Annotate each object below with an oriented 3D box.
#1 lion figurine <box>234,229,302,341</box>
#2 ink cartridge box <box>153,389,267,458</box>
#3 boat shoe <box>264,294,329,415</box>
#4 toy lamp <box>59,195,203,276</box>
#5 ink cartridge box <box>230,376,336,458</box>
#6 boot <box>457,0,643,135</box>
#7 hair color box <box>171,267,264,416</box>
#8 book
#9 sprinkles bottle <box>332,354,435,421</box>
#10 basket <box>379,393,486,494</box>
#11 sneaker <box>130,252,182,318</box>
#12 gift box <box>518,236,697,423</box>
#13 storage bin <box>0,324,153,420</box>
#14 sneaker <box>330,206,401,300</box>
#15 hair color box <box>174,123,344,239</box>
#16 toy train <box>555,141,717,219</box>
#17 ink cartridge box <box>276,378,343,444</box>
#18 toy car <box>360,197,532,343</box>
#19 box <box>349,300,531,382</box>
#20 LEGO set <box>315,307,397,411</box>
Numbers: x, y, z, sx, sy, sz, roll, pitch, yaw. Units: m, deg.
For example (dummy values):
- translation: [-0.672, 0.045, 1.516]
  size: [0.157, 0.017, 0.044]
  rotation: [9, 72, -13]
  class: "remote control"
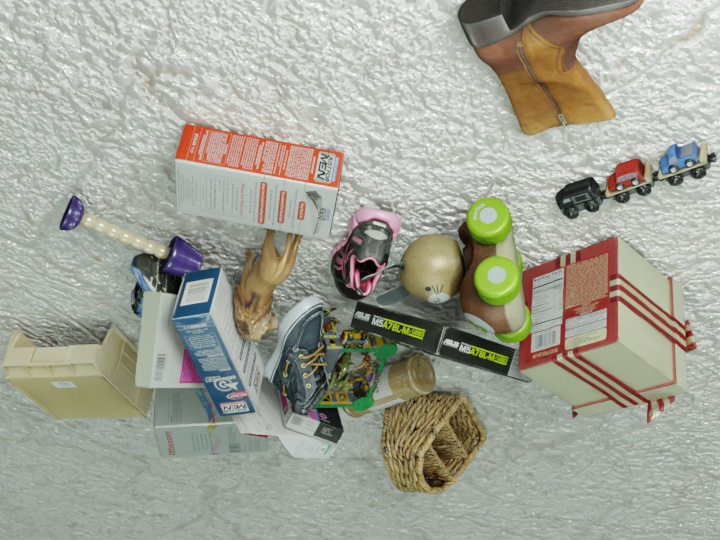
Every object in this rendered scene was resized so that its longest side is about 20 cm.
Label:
- translation: [-0.128, 0.007, 1.388]
  size: [0.072, 0.123, 0.200]
  rotation: [13, 147, -8]
  class: "lion figurine"
- translation: [-0.269, 0.271, 1.840]
  size: [0.199, 0.083, 0.146]
  rotation: [-2, 149, -6]
  class: "ink cartridge box"
- translation: [-0.075, 0.124, 1.474]
  size: [0.071, 0.091, 0.201]
  rotation: [-26, 153, -35]
  class: "boat shoe"
- translation: [-0.316, -0.043, 1.418]
  size: [0.199, 0.059, 0.058]
  rotation: [23, 145, -22]
  class: "toy lamp"
- translation: [-0.152, 0.231, 1.628]
  size: [0.199, 0.161, 0.050]
  rotation: [11, 116, -41]
  class: "ink cartridge box"
- translation: [0.217, -0.207, 1.018]
  size: [0.187, 0.069, 0.200]
  rotation: [-12, 144, 29]
  class: "boot"
- translation: [-0.200, 0.105, 1.448]
  size: [0.060, 0.100, 0.201]
  rotation: [-9, 128, 13]
  class: "hair color box"
- translation: [-0.249, 0.106, 1.491]
  size: [0.048, 0.135, 0.200]
  rotation: [4, 175, 27]
  class: "book"
- translation: [0.035, 0.198, 1.703]
  size: [0.068, 0.069, 0.199]
  rotation: [31, 141, -31]
  class: "sprinkles bottle"
- translation: [0.132, 0.317, 1.795]
  size: [0.148, 0.143, 0.200]
  rotation: [-2, 147, 18]
  class: "basket"
- translation: [-0.313, 0.041, 1.529]
  size: [0.089, 0.079, 0.200]
  rotation: [0, 147, 8]
  class: "sneaker"
- translation: [0.324, 0.098, 1.359]
  size: [0.186, 0.201, 0.184]
  rotation: [31, 147, -34]
  class: "gift box"
- translation: [-0.487, 0.179, 1.777]
  size: [0.199, 0.094, 0.199]
  rotation: [-3, 145, 19]
  class: "storage bin"
- translation: [0.000, 0.000, 1.374]
  size: [0.078, 0.096, 0.200]
  rotation: [10, 149, -6]
  class: "sneaker"
- translation: [-0.126, -0.109, 1.261]
  size: [0.199, 0.064, 0.111]
  rotation: [11, 147, -2]
  class: "hair color box"
- translation: [0.317, -0.108, 1.186]
  size: [0.199, 0.034, 0.046]
  rotation: [-18, 127, 37]
  class: "toy train"
- translation: [-0.089, 0.205, 1.669]
  size: [0.094, 0.200, 0.037]
  rotation: [23, 107, -21]
  class: "ink cartridge box"
- translation: [0.106, 0.014, 1.288]
  size: [0.199, 0.159, 0.164]
  rotation: [-10, 154, 11]
  class: "toy car"
- translation: [0.118, 0.102, 1.444]
  size: [0.199, 0.048, 0.193]
  rotation: [20, 178, -38]
  class: "box"
- translation: [-0.032, 0.125, 1.593]
  size: [0.153, 0.116, 0.201]
  rotation: [-5, 138, -15]
  class: "LEGO set"
